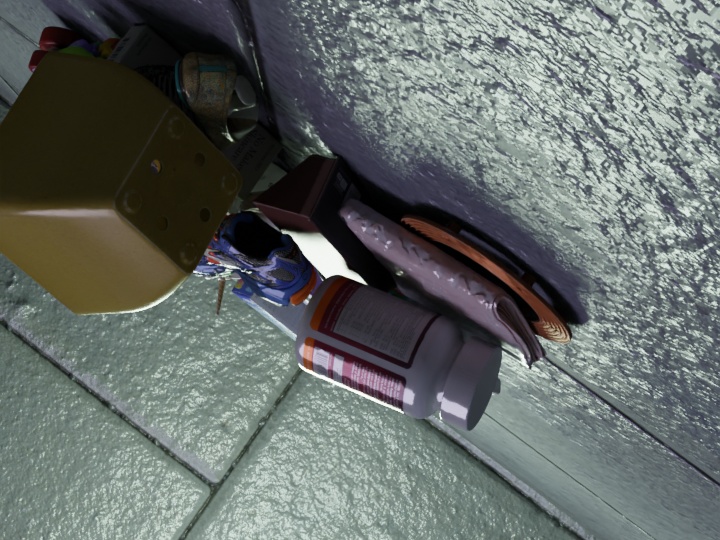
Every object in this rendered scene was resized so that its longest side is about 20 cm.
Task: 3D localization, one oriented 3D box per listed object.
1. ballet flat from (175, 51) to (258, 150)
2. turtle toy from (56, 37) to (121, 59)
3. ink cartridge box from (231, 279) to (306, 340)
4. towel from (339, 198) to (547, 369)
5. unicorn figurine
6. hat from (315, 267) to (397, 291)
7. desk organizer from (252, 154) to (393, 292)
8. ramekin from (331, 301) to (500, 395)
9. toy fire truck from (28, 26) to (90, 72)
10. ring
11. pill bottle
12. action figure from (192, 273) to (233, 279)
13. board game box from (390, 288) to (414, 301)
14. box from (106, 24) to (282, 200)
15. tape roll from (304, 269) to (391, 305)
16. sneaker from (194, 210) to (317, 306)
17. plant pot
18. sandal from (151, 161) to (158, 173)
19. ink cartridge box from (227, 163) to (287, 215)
[{"bbox_3d":[-0.131,-0.160,1.174,0.070,0.071,0.200,35,173,7],"label":"ballet flat"},{"bbox_3d":[-0.290,-0.205,1.359,0.145,0.102,0.200,34,-156,14],"label":"turtle toy"},{"bbox_3d":[-0.097,0.018,1.805,0.200,0.137,0.076,41,166,-30],"label":"ink cartridge box"},{"bbox_3d":[0.085,0.017,1.221,0.199,0.032,0.191,32,171,31],"label":"towel"},{"bbox_3d":[-0.110,-0.047,1.379,0.201,0.135,0.075,100,151,-57],"label":"unicorn figurine"},{"bbox_3d":[0.000,0.000,1.458,0.199,0.081,0.201,35,173,5],"label":"hat"},{"bbox_3d":[-0.028,-0.048,1.269,0.076,0.073,0.200,16,163,30],"label":"desk organizer"},{"bbox_3d":[0.067,0.093,1.409,0.199,0.096,0.202,4,171,1],"label":"ramekin"},{"bbox_3d":[-0.339,-0.233,1.590,0.165,0.114,0.200,9,166,14],"label":"toy fire truck"},{"bbox_3d":[0.122,0.004,1.158,0.199,0.019,0.201,36,172,6],"label":"ring"},{"bbox_3d":[0.040,0.087,1.255,0.197,0.111,0.110,21,168,19],"label":"pill bottle"},{"bbox_3d":[-0.216,-0.037,1.377,0.198,0.055,0.120,22,133,30],"label":"action figure"},{"bbox_3d":[0.029,0.026,1.692,0.134,0.029,0.200,36,173,9],"label":"board game box"},{"bbox_3d":[-0.185,-0.167,1.294,0.199,0.083,0.068,39,170,-25],"label":"box"},{"bbox_3d":[-0.006,0.050,1.644,0.199,0.066,0.200,37,173,5],"label":"tape roll"},{"bbox_3d":[-0.135,-0.035,1.266,0.197,0.076,0.079,18,145,21],"label":"sneaker"},{"bbox_3d":[-0.230,-0.080,1.164,0.198,0.197,0.194,5,149,42],"label":"plant pot"},{"bbox_3d":[-0.195,-0.093,1.409,0.081,0.055,0.201,5,144,30],"label":"sandal"},{"bbox_3d":[-0.138,-0.087,1.548,0.144,0.084,0.200,35,172,10],"label":"ink cartridge box"}]
